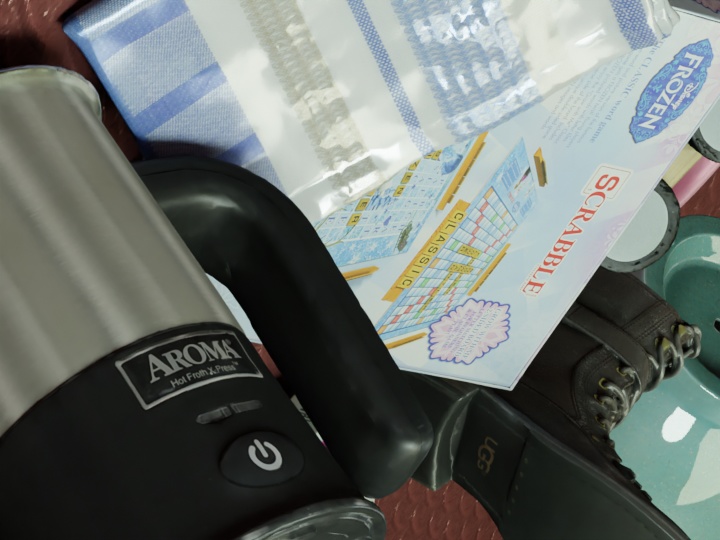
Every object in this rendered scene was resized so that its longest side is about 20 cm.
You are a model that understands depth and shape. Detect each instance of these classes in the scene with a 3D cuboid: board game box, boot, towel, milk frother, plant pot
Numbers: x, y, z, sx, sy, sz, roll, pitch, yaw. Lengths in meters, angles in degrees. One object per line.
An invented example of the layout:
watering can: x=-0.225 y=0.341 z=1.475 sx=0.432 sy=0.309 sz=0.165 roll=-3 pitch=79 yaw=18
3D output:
board game box: x=0.025 y=-0.049 z=1.090 sx=0.199 sy=0.041 sz=0.200 roll=12 pitch=126 yaw=-34
boot: x=0.106 y=0.059 z=1.240 sx=0.174 sy=0.200 sz=0.069 roll=-33 pitch=155 yaw=-50
towel: x=0.009 y=-0.087 z=0.992 sx=0.199 sy=0.024 sz=0.147 roll=-28 pitch=139 yaw=1
milk frother: x=-0.097 y=0.069 z=0.951 sx=0.200 sy=0.189 sz=0.180 roll=-46 pitch=155 yaw=25
plant pot: x=0.158 y=0.053 z=1.467 sx=0.200 sy=0.201 sz=0.134 roll=-28 pitch=168 yaw=-44

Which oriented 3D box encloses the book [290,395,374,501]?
book: x=-0.039 y=0.138 z=1.361 sx=0.200 sy=0.048 sz=0.134 roll=-47 pitch=146 yaw=-56

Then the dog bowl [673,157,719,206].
dog bowl: x=0.130 y=-0.081 z=1.360 sx=0.200 sy=0.074 sz=0.200 roll=-41 pitch=162 yaw=-16

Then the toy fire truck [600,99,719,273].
toy fire truck: x=0.095 y=-0.118 z=1.174 sx=0.176 sy=0.200 sz=0.129 roll=-45 pitch=-156 yaw=5
